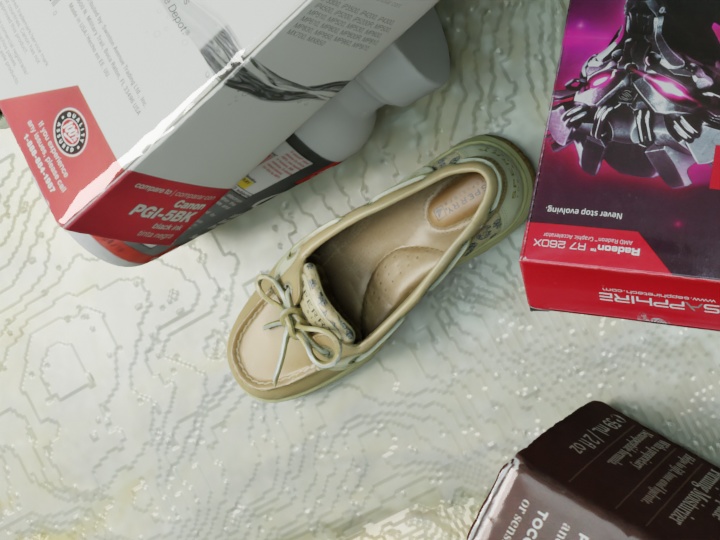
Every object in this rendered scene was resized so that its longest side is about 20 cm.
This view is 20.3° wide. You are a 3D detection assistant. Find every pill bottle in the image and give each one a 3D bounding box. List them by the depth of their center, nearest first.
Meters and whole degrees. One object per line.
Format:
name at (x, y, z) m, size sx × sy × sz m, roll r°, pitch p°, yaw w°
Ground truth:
pill bottle at (-0.063, -0.091, 1.017) m, size 0.200 × 0.116 × 0.116 m, roll -26°, pitch 87°, yaw 22°

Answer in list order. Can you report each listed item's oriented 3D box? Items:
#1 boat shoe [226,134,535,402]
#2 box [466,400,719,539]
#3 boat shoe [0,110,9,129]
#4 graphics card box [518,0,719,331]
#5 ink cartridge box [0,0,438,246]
boat shoe at (0.000, 0.000, 1.033) m, size 0.200 × 0.063 × 0.073 m, roll -42°, pitch 82°, yaw 20°
box at (0.141, 0.189, 0.948) m, size 0.200 × 0.166 × 0.164 m, roll 29°, pitch 105°, yaw 15°
boat shoe at (-0.255, -0.145, 1.082) m, size 0.199 × 0.066 × 0.075 m, roll 50°, pitch 120°, yaw 29°
graphics card box at (0.151, -0.073, 0.918) m, size 0.125 × 0.051 × 0.200 m, roll 7°, pitch 64°, yaw 15°
ink cartridge box at (-0.073, -0.129, 0.904) m, size 0.200 × 0.083 × 0.147 m, roll -40°, pitch 65°, yaw 24°
